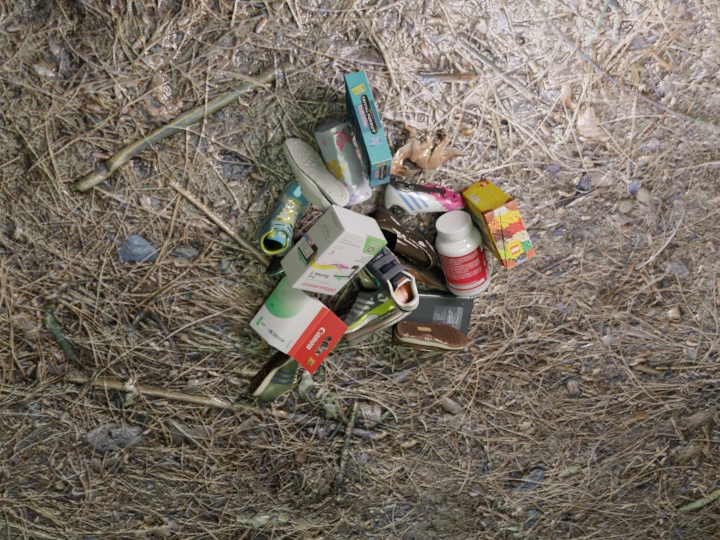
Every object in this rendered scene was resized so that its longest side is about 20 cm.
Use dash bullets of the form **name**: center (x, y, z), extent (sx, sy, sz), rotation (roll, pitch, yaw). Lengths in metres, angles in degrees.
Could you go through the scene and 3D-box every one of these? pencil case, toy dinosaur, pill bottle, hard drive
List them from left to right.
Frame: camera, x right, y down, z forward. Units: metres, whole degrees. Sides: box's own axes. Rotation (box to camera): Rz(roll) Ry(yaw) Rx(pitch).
- **pencil case**: center (-0.039, -0.248, 1.490), extent (0.083, 0.091, 0.201), rotation (-5, 117, 30)
- **toy dinosaur**: center (0.142, -0.265, 1.514), extent (0.199, 0.086, 0.136), rotation (8, 111, -17)
- **hard drive**: center (0.189, 0.121, 1.707), extent (0.199, 0.033, 0.140), rotation (3, 112, -11)
- **pill bottle**: center (0.246, -0.042, 1.584), extent (0.112, 0.112, 0.200), rotation (-22, 128, 0)

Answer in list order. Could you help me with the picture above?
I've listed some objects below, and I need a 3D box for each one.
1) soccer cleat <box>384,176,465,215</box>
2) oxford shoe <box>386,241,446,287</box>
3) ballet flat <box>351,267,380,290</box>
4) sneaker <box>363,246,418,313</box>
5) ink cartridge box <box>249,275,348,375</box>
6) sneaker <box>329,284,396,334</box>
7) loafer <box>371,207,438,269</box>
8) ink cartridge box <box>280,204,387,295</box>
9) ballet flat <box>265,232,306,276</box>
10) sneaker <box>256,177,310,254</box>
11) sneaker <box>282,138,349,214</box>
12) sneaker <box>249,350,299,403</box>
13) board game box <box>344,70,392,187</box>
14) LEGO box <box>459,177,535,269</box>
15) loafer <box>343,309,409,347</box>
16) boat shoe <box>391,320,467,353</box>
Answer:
- **soccer cleat**: center (0.151, -0.167, 1.571), extent (0.199, 0.070, 0.087), rotation (13, 127, -13)
- **oxford shoe**: center (0.125, -0.004, 1.637), extent (0.199, 0.071, 0.071), rotation (26, 131, -16)
- **ballet flat**: center (0.000, 0.000, 1.612), extent (0.069, 0.070, 0.200), rotation (-26, 114, 2)
- **sneaker**: center (0.073, 0.007, 1.524), extent (0.078, 0.079, 0.200), rotation (-37, 87, -13)
- **ink cartridge box**: center (-0.154, 0.135, 1.594), extent (0.200, 0.050, 0.161), rotation (41, 103, 17)
- **sneaker**: center (0.004, 0.089, 1.598), extent (0.200, 0.074, 0.081), rotation (-31, 93, 10)
- **loafer**: center (0.098, -0.063, 1.570), extent (0.200, 0.071, 0.073), rotation (37, 142, -3)
- **ink cartridge box**: center (-0.063, -0.041, 1.487), extent (0.145, 0.084, 0.200), rotation (14, 130, -47)
- **ballet flat**: center (-0.143, -0.053, 1.568), extent (0.199, 0.068, 0.069), rotation (-22, 105, -11)
- **sneaker**: center (-0.166, -0.119, 1.496), extent (0.079, 0.131, 0.200), rotation (29, 104, -18)
- **sneaker**: center (-0.115, -0.206, 1.461), extent (0.200, 0.076, 0.080), rotation (53, 138, 0)
- **sneaker**: center (-0.194, 0.266, 1.691), extent (0.090, 0.067, 0.200), rotation (38, 102, -29)
- **board game box**: center (0.016, -0.299, 1.394), extent (0.047, 0.151, 0.201), rotation (-16, 80, -3)
- **LEGO box**: center (0.321, -0.115, 1.539), extent (0.077, 0.200, 0.149), rotation (-27, 114, 3)
- **loafer**: center (0.037, 0.125, 1.653), extent (0.200, 0.072, 0.063), rotation (-31, 90, 18)
- **boat shoe**: center (0.174, 0.179, 1.681), extent (0.202, 0.075, 0.075), rotation (13, 133, -15)
